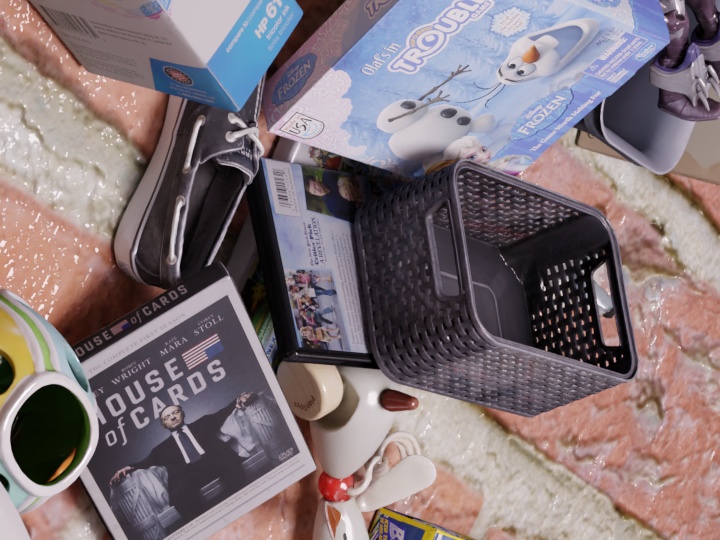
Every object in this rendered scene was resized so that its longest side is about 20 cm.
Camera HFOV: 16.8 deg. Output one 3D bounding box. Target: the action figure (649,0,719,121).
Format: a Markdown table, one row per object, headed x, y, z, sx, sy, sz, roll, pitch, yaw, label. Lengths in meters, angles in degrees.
| x | y | z | sx | sy | sz | roll | pitch | yaw | label |
| --- | --- | --- | --- | --- | --- | --- | --- | --- | --- |
| 0.229 | -0.202 | 1.736 | 0.130 | 0.069 | 0.200 | -50 | 135 | -23 | action figure |

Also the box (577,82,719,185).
| x | y | z | sx | sy | sz | roll | pitch | yaw | label |
| --- | --- | --- | --- | --- | --- | --- | --- | --- | --- |
| 0.284 | -0.108 | 1.939 | 0.095 | 0.200 | 0.078 | 12 | 95 | -50 | box |

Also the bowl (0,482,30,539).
| x | y | z | sx | sy | sz | roll | pitch | yaw | label |
| --- | --- | --- | --- | --- | --- | --- | --- | --- | --- |
| -0.275 | 0.176 | 1.422 | 0.075 | 0.199 | 0.201 | -78 | 159 | -49 | bowl |

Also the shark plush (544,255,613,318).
| x | y | z | sx | sy | sz | roll | pitch | yaw | label |
| --- | --- | --- | --- | --- | --- | --- | --- | --- | --- |
| 0.119 | -0.022 | 1.918 | 0.200 | 0.091 | 0.084 | 26 | 62 | -30 | shark plush |

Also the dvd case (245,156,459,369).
| x | y | z | sx | sy | sz | roll | pitch | yaw | label |
| --- | --- | --- | --- | --- | --- | --- | --- | --- | --- |
| 0.000 | 0.000 | 1.702 | 0.200 | 0.018 | 0.143 | 8 | 65 | -51 | dvd case |

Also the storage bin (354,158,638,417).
| x | y | z | sx | sy | sz | roll | pitch | yaw | label |
| --- | --- | --- | --- | --- | --- | --- | --- | --- | --- |
| 0.097 | 0.016 | 1.725 | 0.200 | 0.094 | 0.136 | 18 | 57 | -49 | storage bin |

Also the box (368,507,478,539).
| x | y | z | sx | sy | sz | roll | pitch | yaw | label |
| --- | --- | --- | --- | --- | --- | --- | --- | --- | --- |
| 0.081 | 0.247 | 1.941 | 0.200 | 0.064 | 0.070 | 26 | 83 | -50 | box |

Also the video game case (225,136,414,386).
| x | y | z | sx | sy | sz | roll | pitch | yaw | label |
| --- | --- | --- | --- | --- | --- | --- | --- | --- | --- |
| -0.026 | 0.000 | 1.760 | 0.182 | 0.022 | 0.201 | 30 | 81 | -50 | video game case |

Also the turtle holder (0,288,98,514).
| x | y | z | sx | sy | sz | roll | pitch | yaw | label |
| --- | --- | --- | --- | --- | --- | --- | --- | --- | --- |
| -0.231 | 0.064 | 1.459 | 0.141 | 0.131 | 0.186 | -30 | 125 | -38 | turtle holder |

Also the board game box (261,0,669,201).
| x | y | z | sx | sy | sz | roll | pitch | yaw | label |
| --- | --- | --- | --- | --- | --- | --- | --- | --- | --- |
| 0.069 | -0.138 | 1.645 | 0.198 | 0.200 | 0.044 | 17 | 47 | -34 | board game box |

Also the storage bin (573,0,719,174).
| x | y | z | sx | sy | sz | roll | pitch | yaw | label |
| --- | --- | --- | --- | --- | --- | --- | --- | --- | --- |
| 0.184 | -0.192 | 1.845 | 0.145 | 0.134 | 0.201 | 26 | 82 | -50 | storage bin |

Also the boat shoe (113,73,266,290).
| x | y | z | sx | sy | sz | roll | pitch | yaw | label |
| --- | --- | --- | --- | --- | --- | --- | --- | --- | --- |
| -0.095 | -0.080 | 1.613 | 0.072 | 0.068 | 0.201 | 32 | 79 | -49 | boat shoe |

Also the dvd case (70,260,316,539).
| x | y | z | sx | sy | sz | roll | pitch | yaw | label |
| --- | --- | --- | --- | --- | --- | --- | --- | --- | --- |
| -0.123 | 0.103 | 1.633 | 0.150 | 0.025 | 0.200 | -31 | 134 | -10 | dvd case |

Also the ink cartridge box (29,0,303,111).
| x | y | z | sx | sy | sz | roll | pitch | yaw | label |
| --- | --- | --- | --- | --- | --- | --- | --- | --- | --- |
| -0.146 | -0.197 | 1.451 | 0.085 | 0.144 | 0.200 | -57 | 138 | -17 | ink cartridge box |

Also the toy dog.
| x | y | z | sx | sy | sz | roll | pitch | yaw | label |
| --- | --- | --- | --- | --- | --- | --- | --- | --- | --- |
| 0.008 | 0.134 | 1.759 | 0.132 | 0.096 | 0.200 | -42 | 134 | -25 | toy dog |
